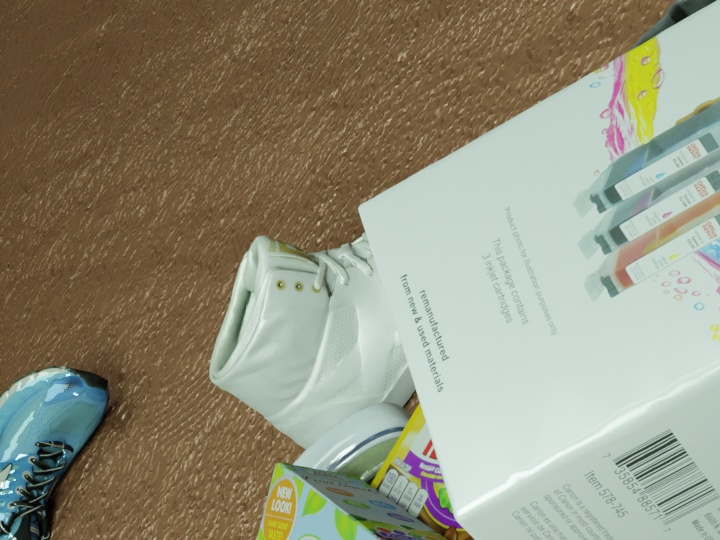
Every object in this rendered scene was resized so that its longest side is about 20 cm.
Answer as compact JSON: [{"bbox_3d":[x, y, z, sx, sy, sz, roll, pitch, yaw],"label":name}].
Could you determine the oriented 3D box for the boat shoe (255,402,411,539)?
[{"bbox_3d":[-0.023,0.161,1.054,0.201,0.072,0.062,-57,47,14],"label":"boat shoe"}]

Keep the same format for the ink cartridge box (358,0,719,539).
[{"bbox_3d":[0.129,0.016,0.702,0.199,0.145,0.145,-28,46,13],"label":"ink cartridge box"}]

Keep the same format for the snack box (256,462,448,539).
[{"bbox_3d":[-0.018,0.205,0.931,0.142,0.053,0.202,25,101,64],"label":"snack box"}]

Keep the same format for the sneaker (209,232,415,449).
[{"bbox_3d":[0.000,0.000,1.117,0.201,0.115,0.074,-56,24,1],"label":"sneaker"}]

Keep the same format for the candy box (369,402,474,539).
[{"bbox_3d":[0.071,0.094,0.913,0.103,0.026,0.200,-57,26,-5],"label":"candy box"}]

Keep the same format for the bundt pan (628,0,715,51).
[{"bbox_3d":[0.206,-0.106,0.857,0.201,0.076,0.202,-38,11,9],"label":"bundt pan"}]

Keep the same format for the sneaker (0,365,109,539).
[{"bbox_3d":[-0.233,0.155,1.441,0.201,0.078,0.090,-53,44,18],"label":"sneaker"}]
